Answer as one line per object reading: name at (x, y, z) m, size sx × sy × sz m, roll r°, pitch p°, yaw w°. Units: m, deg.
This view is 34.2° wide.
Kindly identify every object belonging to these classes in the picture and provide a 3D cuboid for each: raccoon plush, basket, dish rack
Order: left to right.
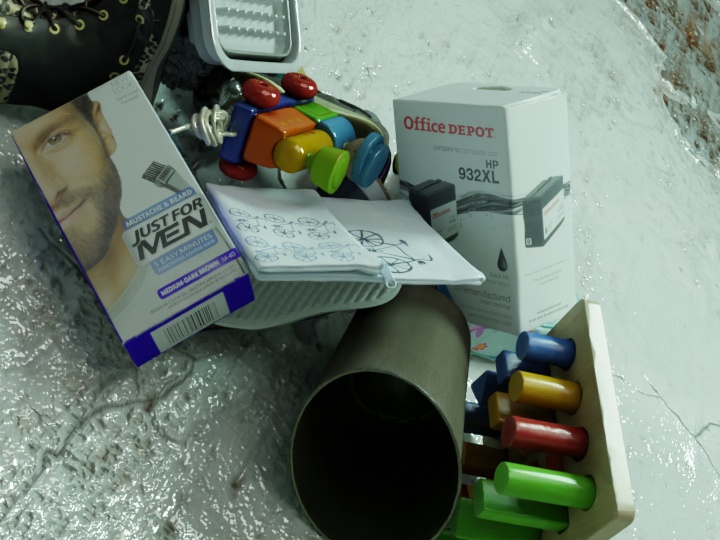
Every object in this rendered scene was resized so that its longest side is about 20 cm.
raccoon plush at (-0.181, -0.207, 1.096) m, size 0.096 × 0.202 × 0.134 m, roll -20°, pitch 30°, yaw -27°
dish rack at (-0.108, -0.270, 1.008) m, size 0.171 × 0.043 × 0.203 m, roll -19°, pitch 104°, yaw -66°
basket at (0.028, 0.105, 0.981) m, size 0.134 × 0.182 × 0.201 m, roll 6°, pitch 29°, yaw 9°

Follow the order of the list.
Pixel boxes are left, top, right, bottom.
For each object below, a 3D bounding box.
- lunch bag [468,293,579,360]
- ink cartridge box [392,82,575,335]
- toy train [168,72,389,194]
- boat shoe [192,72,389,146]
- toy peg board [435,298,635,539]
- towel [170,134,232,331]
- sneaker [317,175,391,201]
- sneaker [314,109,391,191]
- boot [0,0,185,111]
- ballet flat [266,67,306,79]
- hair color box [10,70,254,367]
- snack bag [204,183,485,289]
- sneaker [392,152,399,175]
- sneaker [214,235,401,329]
lunch bag at (0.144, 0.012, 1.249) m, size 0.198 × 0.077 × 0.162 m, roll 14°, pitch 48°, yaw -40°
ink cartridge box at (0.111, -0.060, 1.053) m, size 0.083 × 0.144 × 0.203 m, roll -18°, pitch 111°, yaw -37°
toy train at (-0.062, -0.100, 0.979) m, size 0.115 × 0.085 × 0.200 m, roll 27°, pitch 23°, yaw 17°
boat shoe at (-0.066, -0.147, 1.139) m, size 0.199 × 0.073 × 0.066 m, roll 19°, pitch 18°, yaw 11°
toy peg board at (0.127, 0.151, 1.000) m, size 0.097 × 0.200 × 0.201 m, roll 12°, pitch 52°, yaw -19°
towel at (-0.175, -0.034, 0.994) m, size 0.146 × 0.022 × 0.201 m, roll -4°, pitch 60°, yaw -49°
sneaker at (0.000, 0.000, 1.113) m, size 0.109 × 0.070 × 0.201 m, roll -46°, pitch 128°, yaw -19°
sneaker at (0.011, -0.118, 1.215) m, size 0.074 × 0.087 × 0.201 m, roll 36°, pitch 37°, yaw -18°
boot at (-0.228, -0.207, 0.944) m, size 0.149 × 0.201 × 0.073 m, roll 5°, pitch 36°, yaw -29°
ballet flat at (-0.087, -0.200, 1.222) m, size 0.202 × 0.068 × 0.063 m, roll 65°, pitch 10°, yaw 17°
hair color box at (-0.176, -0.042, 0.906) m, size 0.109 × 0.065 × 0.201 m, roll -29°, pitch 70°, yaw -11°
snack bag at (-0.014, -0.031, 0.952) m, size 0.197 × 0.022 × 0.189 m, roll 3°, pitch 21°, yaw -21°
sneaker at (0.114, -0.066, 1.179) m, size 0.201 × 0.076 × 0.075 m, roll 50°, pitch 42°, yaw -1°
sneaker at (-0.069, 0.008, 0.989) m, size 0.197 × 0.079 × 0.080 m, roll 1°, pitch 92°, yaw -19°
